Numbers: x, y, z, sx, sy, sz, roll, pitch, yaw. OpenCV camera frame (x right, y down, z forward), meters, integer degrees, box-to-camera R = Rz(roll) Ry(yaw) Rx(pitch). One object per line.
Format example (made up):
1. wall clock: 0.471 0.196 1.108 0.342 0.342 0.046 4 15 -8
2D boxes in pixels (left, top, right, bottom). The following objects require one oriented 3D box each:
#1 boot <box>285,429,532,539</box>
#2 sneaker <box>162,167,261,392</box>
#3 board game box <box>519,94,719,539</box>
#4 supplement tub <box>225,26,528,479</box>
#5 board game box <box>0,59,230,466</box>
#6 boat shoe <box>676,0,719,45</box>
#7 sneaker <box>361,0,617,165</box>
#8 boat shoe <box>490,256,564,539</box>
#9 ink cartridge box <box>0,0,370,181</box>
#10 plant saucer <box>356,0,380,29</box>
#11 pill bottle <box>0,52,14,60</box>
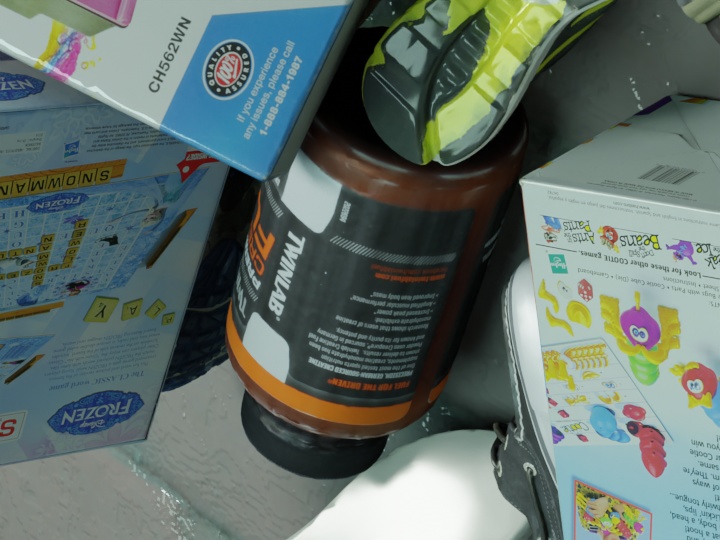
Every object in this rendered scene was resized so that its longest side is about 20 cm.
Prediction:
1. boot: 0.020 0.139 1.159 0.199 0.090 0.073 -30 67 23
2. sneaker: -0.080 -0.031 1.164 0.085 0.077 0.201 41 127 30
3. board game box: 0.143 0.047 0.948 0.104 0.103 0.201 12 119 41
4. supplement tub: 0.000 0.000 1.065 0.107 0.107 0.201 38 134 24
5. board game box: -0.161 0.001 1.057 0.041 0.199 0.200 46 129 38
6. boat shoe: 0.187 -0.111 0.836 0.073 0.074 0.200 50 159 -8
7. sneaker: 0.076 -0.129 0.941 0.074 0.085 0.200 45 116 -6
8. boat shoe: 0.089 0.087 1.052 0.066 0.070 0.201 -7 114 33
9. ink cartridge box: -0.091 -0.142 0.936 0.199 0.085 0.145 26 96 2
10. plant saucer: -0.065 -0.161 1.026 0.199 0.035 0.202 -3 79 14
11. pill bottle: -0.182 -0.110 1.149 0.200 0.113 0.114 33 135 55
